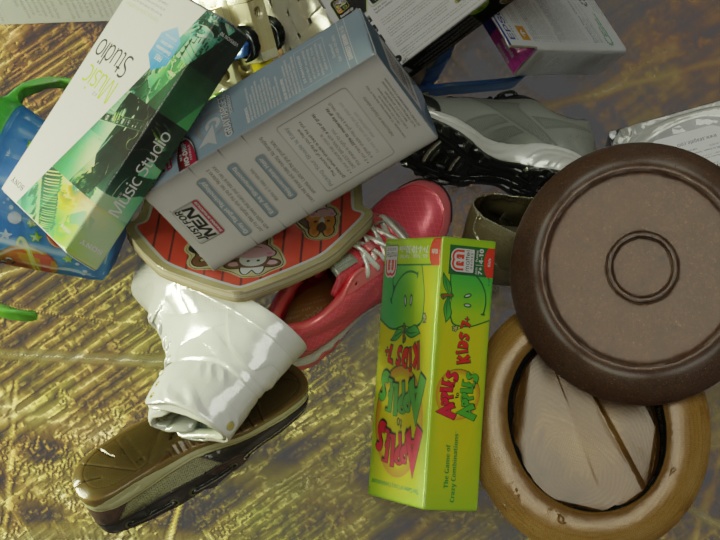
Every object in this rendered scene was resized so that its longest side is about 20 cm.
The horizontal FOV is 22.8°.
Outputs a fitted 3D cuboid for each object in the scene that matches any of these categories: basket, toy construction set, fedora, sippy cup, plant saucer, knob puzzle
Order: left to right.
[{"bbox_3d":[-0.251,-0.056,1.439,0.129,0.140,0.179,17,112,-3],"label":"sippy cup"},{"bbox_3d":[-0.132,-0.200,1.428,0.130,0.201,0.092,-4,33,38],"label":"toy construction set"},{"bbox_3d":[-0.088,-0.043,1.407,0.218,0.031,0.220,-3,33,2],"label":"knob puzzle"},{"bbox_3d":[0.030,-0.215,1.465,0.199,0.139,0.177,-15,72,-36],"label":"basket"},{"bbox_3d":[0.173,0.123,1.383,0.199,0.082,0.202,0,77,2],"label":"fedora"},{"bbox_3d":[0.211,-0.001,1.339,0.199,0.034,0.202,-1,81,7],"label":"plant saucer"}]

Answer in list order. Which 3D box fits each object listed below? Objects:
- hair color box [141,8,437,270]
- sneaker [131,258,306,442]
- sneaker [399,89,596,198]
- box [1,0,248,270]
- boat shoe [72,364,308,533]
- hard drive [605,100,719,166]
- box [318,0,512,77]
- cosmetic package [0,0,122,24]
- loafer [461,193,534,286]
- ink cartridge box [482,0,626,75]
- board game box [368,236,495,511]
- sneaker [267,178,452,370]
[{"bbox_3d":[-0.055,-0.093,1.305,0.199,0.099,0.061,-30,43,12],"label":"hair color box"},{"bbox_3d":[-0.141,0.063,1.381,0.199,0.074,0.116,23,71,48],"label":"sneaker"},{"bbox_3d":[0.101,-0.111,1.445,0.199,0.074,0.080,16,61,-17],"label":"sneaker"},{"bbox_3d":[-0.176,-0.113,1.311,0.201,0.036,0.144,-58,36,2],"label":"box"},{"bbox_3d":[-0.129,0.138,1.406,0.199,0.065,0.073,-25,46,-10],"label":"boat shoe"},{"bbox_3d":[0.292,-0.036,1.444,0.139,0.038,0.201,-15,75,0],"label":"hard drive"},{"bbox_3d":[0.065,-0.235,1.329,0.199,0.035,0.110,-35,74,16],"label":"box"},{"bbox_3d":[-0.256,-0.261,1.504,0.198,0.102,0.072,-1,73,2],"label":"cosmetic package"},{"bbox_3d":[0.168,-0.025,1.400,0.198,0.068,0.076,-1,36,20],"label":"loafer"},{"bbox_3d":[0.108,-0.245,1.441,0.043,0.199,0.197,-40,72,32],"label":"ink cartridge box"},{"bbox_3d":[0.053,0.077,1.365,0.047,0.101,0.202,5,88,-24],"label":"board game box"},{"bbox_3d":[0.000,0.000,1.424,0.200,0.087,0.074,-44,78,-9],"label":"sneaker"}]
